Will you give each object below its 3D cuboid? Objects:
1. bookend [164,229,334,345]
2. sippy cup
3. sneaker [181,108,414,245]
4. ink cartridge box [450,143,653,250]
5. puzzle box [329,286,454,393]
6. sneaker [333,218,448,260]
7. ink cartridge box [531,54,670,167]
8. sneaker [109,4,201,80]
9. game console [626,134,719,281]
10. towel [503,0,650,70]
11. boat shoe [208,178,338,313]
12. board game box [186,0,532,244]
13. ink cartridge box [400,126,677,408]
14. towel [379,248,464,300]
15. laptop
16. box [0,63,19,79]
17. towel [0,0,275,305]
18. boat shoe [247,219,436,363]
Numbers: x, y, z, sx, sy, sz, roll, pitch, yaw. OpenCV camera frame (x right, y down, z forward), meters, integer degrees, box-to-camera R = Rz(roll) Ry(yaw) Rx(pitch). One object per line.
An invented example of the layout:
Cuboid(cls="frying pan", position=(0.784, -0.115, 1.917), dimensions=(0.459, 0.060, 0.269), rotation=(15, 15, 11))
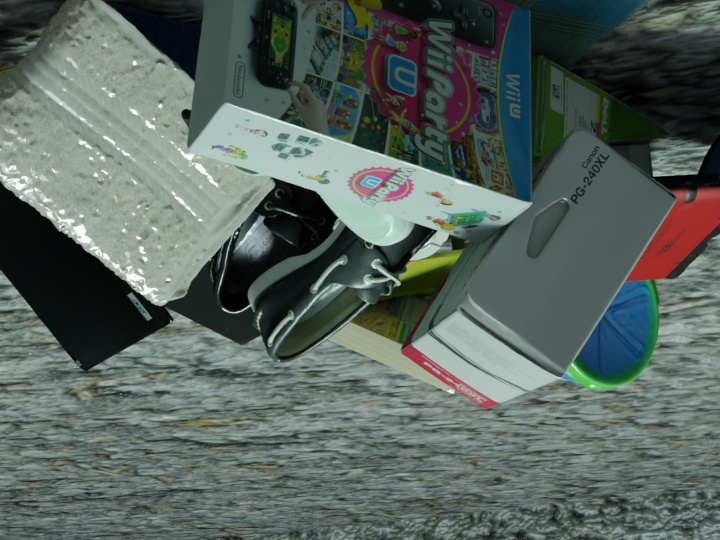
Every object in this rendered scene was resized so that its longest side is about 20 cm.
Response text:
Cuboid(cls="bookend", position=(-0.101, -0.046, 1.212), dimensions=(0.198, 0.093, 0.199), rotation=(-29, 139, 32))
Cuboid(cls="sippy cup", position=(0.185, 0.044, 1.335), dimensions=(0.177, 0.141, 0.130), rotation=(22, 161, -30))
Cuboid(cls="sneaker", position=(-0.040, -0.072, 0.937), dimensions=(0.073, 0.119, 0.201), rotation=(-15, 121, 35))
Cuboid(cls="ink cartridge box", position=(0.167, -0.051, 1.305), dimensions=(0.174, 0.045, 0.200), rotation=(-4, 161, 3))
Cuboid(cls="puzzle box", position=(0.038, 0.036, 1.320), dimensions=(0.132, 0.026, 0.200), rotation=(23, -158, -1))
Cuboid(cls="sneaker", position=(-0.015, -0.084, 1.145), dimensions=(0.199, 0.081, 0.076), rotation=(31, 131, -25))
Cuboid(cls="ink cartridge box", position=(0.129, -0.089, 1.098), dimensions=(0.147, 0.077, 0.199), rotation=(-6, 165, 39))
Cuboid(cls="sneaker", position=(-0.117, -0.129, 1.011), dimensions=(0.199, 0.071, 0.078), rotation=(18, 156, -30))
Cuboid(cls="game console", position=(0.236, -0.076, 1.109), dimensions=(0.171, 0.120, 0.200), rotation=(-3, 161, -8))
Cuboid(cls="towel", position=(0.078, -0.178, 0.956), dimensions=(0.198, 0.022, 0.147), rotation=(7, 159, -23))
Cuboid(cls="boat shoe", position=(-0.057, -0.037, 1.093), dimensions=(0.074, 0.066, 0.199), rotation=(35, 126, -20))
Cuboid(cls="board game box", position=(0.004, -0.116, 0.867), dimensions=(0.198, 0.149, 0.064), rotation=(16, 149, -23))
Cuboid(cls="ink cartridge box", position=(0.113, 0.005, 0.969), dimensions=(0.083, 0.146, 0.200), rotation=(35, 167, -2))
Cuboid(cls="towel", position=(0.036, 0.008, 1.245), dimensions=(0.086, 0.018, 0.199), rotation=(-30, 168, 34))
Cuboid(cls="laptop", position=(-0.228, -0.024, 1.118), dimensions=(0.103, 0.178, 0.200), rotation=(-35, -169, 5))
Cuboid(cls="box", position=(-0.262, -0.113, 0.989), dimensions=(0.199, 0.042, 0.039), rotation=(0, 129, 36))
Cuboid(cls="towel", position=(-0.151, -0.073, 0.936), dimensions=(0.200, 0.133, 0.034), rotation=(41, 179, -38))
Cuboid(cls="boat shoe", position=(0.000, 0.000, 1.060), dimensions=(0.075, 0.061, 0.200), rotation=(14, 138, -44))
